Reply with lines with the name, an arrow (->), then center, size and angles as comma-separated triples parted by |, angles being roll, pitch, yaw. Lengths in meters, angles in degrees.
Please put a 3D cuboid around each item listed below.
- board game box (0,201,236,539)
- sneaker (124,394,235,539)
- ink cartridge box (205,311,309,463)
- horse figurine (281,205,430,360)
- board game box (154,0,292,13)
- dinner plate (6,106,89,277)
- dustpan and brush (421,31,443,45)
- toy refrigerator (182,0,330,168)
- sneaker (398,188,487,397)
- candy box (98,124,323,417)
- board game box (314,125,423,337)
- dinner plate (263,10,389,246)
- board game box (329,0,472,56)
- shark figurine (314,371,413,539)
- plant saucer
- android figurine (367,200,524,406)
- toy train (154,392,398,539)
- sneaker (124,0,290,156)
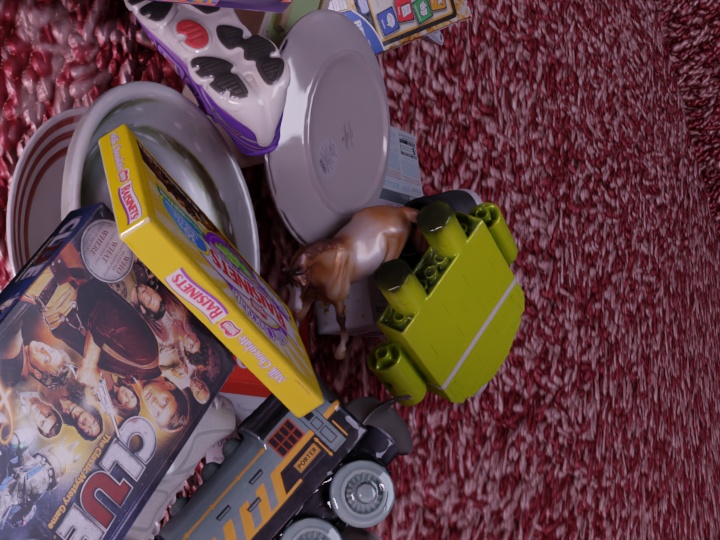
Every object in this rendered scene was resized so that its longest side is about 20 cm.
board game box -> -0.162, 0.078, 0.621 | 0.136, 0.035, 0.200 | 54, 46, -27
sneaker -> -0.146, 0.133, 0.712 | 0.200, 0.075, 0.081 | -21, 84, -55
ink cartridge box -> -0.063, 0.123, 0.913 | 0.163, 0.057, 0.200 | 17, 70, -59
horse figurine -> 0.000, 0.000, 0.932 | 0.200, 0.050, 0.133 | -33, 138, -36
board game box -> -0.144, -0.270, 0.778 | 0.200, 0.057, 0.166 | 1, 78, -23
dinner plate -> -0.173, -0.012, 0.778 | 0.200, 0.024, 0.200 | 29, 55, -55
dustpan and brush -> 0.023, -0.281, 1.205 | 0.200, 0.057, 0.140 | 29, 55, -56
toy refrigerator -> -0.083, -0.187, 0.961 | 0.076, 0.070, 0.200 | 53, 38, -41
sneaker -> 0.073, 0.020, 1.059 | 0.099, 0.071, 0.200 | 2, 83, -50
candy box -> -0.092, 0.004, 0.721 | 0.200, 0.026, 0.102 | 52, 11, -42
board game box -> 0.010, -0.039, 1.091 | 0.148, 0.064, 0.200 | 9, 71, -60
dinner plate -> -0.018, -0.114, 0.943 | 0.200, 0.024, 0.200 | -12, 104, -58
board game box -> 0.011, -0.292, 1.120 | 0.200, 0.046, 0.152 | -29, 108, -36
shark figurine -> 0.006, 0.137, 0.904 | 0.128, 0.089, 0.214 | 56, 22, -11
plant saucer -> -0.141, -0.024, 0.764 | 0.200, 0.050, 0.200 | 33, 52, -55
android figurine -> 0.080, 0.034, 0.974 | 0.182, 0.041, 0.200 | -55, 141, -15
toy train -> -0.064, 0.169, 0.783 | 0.114, 0.085, 0.200 | 44, 73, -3
sneaker -> -0.117, -0.157, 0.841 | 0.200, 0.081, 0.083 | 58, -21, 34
